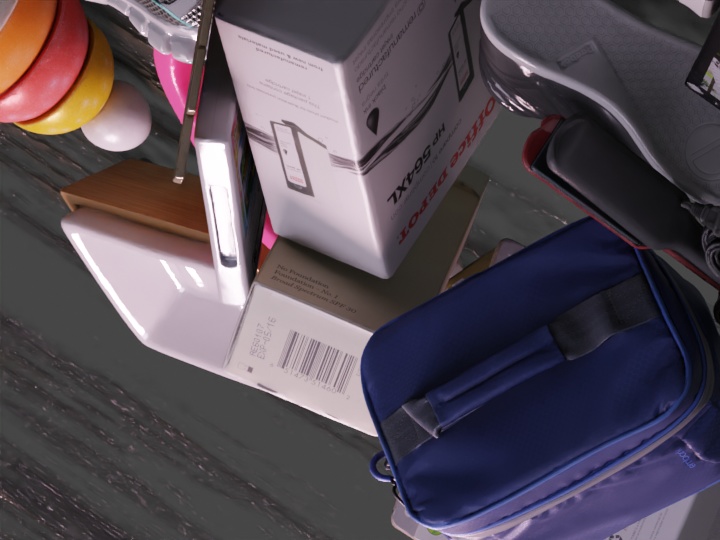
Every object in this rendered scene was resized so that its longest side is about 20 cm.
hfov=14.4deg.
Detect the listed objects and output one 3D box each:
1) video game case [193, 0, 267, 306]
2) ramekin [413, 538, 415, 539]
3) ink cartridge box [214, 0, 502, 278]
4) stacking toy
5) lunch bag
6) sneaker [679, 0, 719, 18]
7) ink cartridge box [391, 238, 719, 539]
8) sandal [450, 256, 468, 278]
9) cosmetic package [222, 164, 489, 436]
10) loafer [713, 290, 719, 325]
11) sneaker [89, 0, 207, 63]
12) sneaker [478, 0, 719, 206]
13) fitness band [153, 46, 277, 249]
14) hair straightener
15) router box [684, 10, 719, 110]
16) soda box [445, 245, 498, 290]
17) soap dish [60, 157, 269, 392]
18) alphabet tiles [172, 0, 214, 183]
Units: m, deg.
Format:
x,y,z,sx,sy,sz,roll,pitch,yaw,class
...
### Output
x,y,z,sx,sy,sz,roll,pitch,yaw,class
-0.066,-0.110,1.634,0.024,0.201,0.182,4,150,5,video game case
0.129,0.194,1.882,0.200,0.200,0.105,20,141,39,ramekin
0.006,-0.115,1.557,0.084,0.146,0.200,23,153,23,ink cartridge box
-0.215,-0.138,1.919,0.200,0.147,0.146,36,163,-35,stacking toy
0.095,0.068,1.529,0.132,0.199,0.136,39,-156,-57,lunch bag
0.124,-0.206,1.301,0.146,0.077,0.202,33,158,9,sneaker
0.136,0.101,1.682,0.175,0.201,0.084,29,-165,25,ink cartridge box
0.052,0.026,1.865,0.203,0.050,0.082,43,157,-1,sandal
0.000,0.000,1.679,0.103,0.200,0.073,22,126,1,cosmetic package
0.262,0.006,1.492,0.072,0.063,0.200,48,156,-18,loafer
-0.149,-0.208,1.748,0.199,0.078,0.091,26,138,23,sneaker
0.146,-0.089,1.507,0.200,0.071,0.099,33,172,-2,sneaker
-0.063,-0.082,1.834,0.143,0.037,0.200,12,136,54,fitness band
0.173,-0.010,1.451,0.200,0.041,0.077,41,170,-12,hair straightener
0.262,-0.082,1.346,0.200,0.051,0.149,36,155,9,router box
0.121,0.085,1.784,0.200,0.064,0.068,54,163,7,soda box
-0.106,0.002,2.027,0.200,0.081,0.158,16,147,44,soap dish
-0.080,-0.146,1.518,0.006,0.201,0.166,10,179,-5,alphabet tiles
